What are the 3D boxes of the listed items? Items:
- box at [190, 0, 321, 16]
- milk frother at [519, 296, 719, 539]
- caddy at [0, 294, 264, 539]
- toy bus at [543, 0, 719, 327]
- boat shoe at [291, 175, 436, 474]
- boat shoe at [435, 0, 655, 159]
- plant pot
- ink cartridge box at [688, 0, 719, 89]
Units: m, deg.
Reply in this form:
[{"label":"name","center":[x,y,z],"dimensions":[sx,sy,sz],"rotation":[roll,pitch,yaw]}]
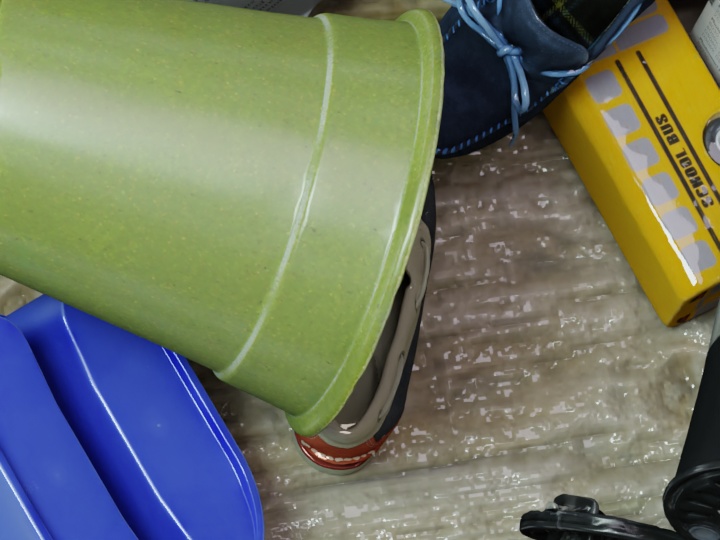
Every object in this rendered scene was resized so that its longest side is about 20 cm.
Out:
[{"label":"box","center":[-0.106,-0.207,1.226],"dimensions":[0.199,0.131,0.200],"rotation":[-36,76,9]},{"label":"milk frother","center":[0.182,0.050,1.169],"dimensions":[0.200,0.181,0.188],"rotation":[6,59,21]},{"label":"caddy","center":[-0.139,0.100,1.154],"dimensions":[0.141,0.105,0.200],"rotation":[-24,81,-48]},{"label":"toy bus","center":[0.145,-0.078,1.275],"dimensions":[0.078,0.065,0.200],"rotation":[-25,76,-12]},{"label":"boat shoe","center":[0.000,0.000,1.235],"dimensions":[0.071,0.063,0.200],"rotation":[8,69,-1]},{"label":"boat shoe","center":[0.087,-0.130,1.207],"dimensions":[0.084,0.069,0.200],"rotation":[42,111,0]},{"label":"plant pot","center":[-0.086,-0.045,1.103],"dimensions":[0.190,0.200,0.200],"rotation":[15,70,-13]},{"label":"ink cartridge box","center":[0.240,-0.138,1.233],"dimensions":[0.116,0.200,0.067],"rotation":[-26,76,-13]}]
